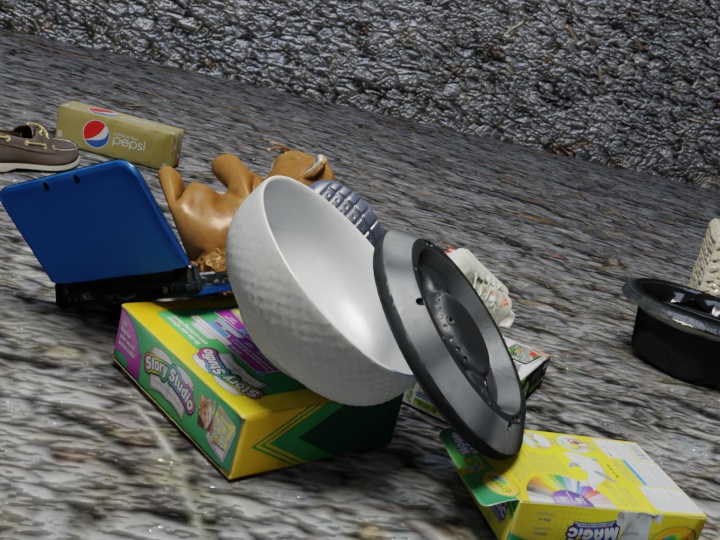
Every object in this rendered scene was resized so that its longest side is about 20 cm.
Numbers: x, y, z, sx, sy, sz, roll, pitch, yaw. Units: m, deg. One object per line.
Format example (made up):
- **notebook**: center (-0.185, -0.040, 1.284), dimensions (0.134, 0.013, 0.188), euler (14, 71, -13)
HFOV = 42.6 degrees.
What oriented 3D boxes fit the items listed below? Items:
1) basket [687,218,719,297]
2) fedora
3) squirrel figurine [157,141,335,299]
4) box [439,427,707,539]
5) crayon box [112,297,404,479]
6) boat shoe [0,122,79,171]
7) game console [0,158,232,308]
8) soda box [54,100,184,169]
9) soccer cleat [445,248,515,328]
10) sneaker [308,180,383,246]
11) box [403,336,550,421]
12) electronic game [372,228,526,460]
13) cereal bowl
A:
- **basket**: center (0.589, 0.035, 1.367), dimensions (0.195, 0.164, 0.200), euler (18, 15, 15)
- **fedora**: center (0.421, 0.085, 1.180), dimensions (0.196, 0.093, 0.201), euler (13, 17, -4)
- **squirrel figurine**: center (-0.102, -0.048, 1.009), dimensions (0.184, 0.143, 0.201), euler (-21, 45, -9)
- **box**: center (0.164, 0.178, 0.749), dimensions (0.196, 0.049, 0.118), euler (12, 17, -18)
- **crayon box**: center (-0.090, 0.090, 0.797), dimensions (0.170, 0.059, 0.199), euler (-3, 25, -42)
- **boat shoe**: center (-0.482, -0.180, 1.328), dimensions (0.071, 0.061, 0.199), euler (23, 19, 29)
- **game console**: center (-0.207, -0.031, 0.862), dimensions (0.197, 0.121, 0.169), euler (-5, 1, 37)
- **soda box**: center (-0.398, -0.223, 1.532), dimensions (0.196, 0.065, 0.068), euler (14, 16, 0)
- **soccer cleat**: center (0.128, 0.025, 1.015), dimensions (0.077, 0.070, 0.200), euler (25, -3, 20)
- **sneaker**: center (0.000, 0.000, 0.940), dimensions (0.074, 0.201, 0.082), euler (-42, 13, -23)
- **box**: center (0.116, 0.106, 0.957), dimensions (0.109, 0.035, 0.199), euler (22, 18, 23)
- **electronic game**: center (0.072, 0.056, 0.737), dimensions (0.200, 0.041, 0.201), euler (48, 23, -27)
- **cereal bowl**: center (-0.036, 0.027, 0.735), dimensions (0.200, 0.083, 0.201), euler (43, 20, -19)
